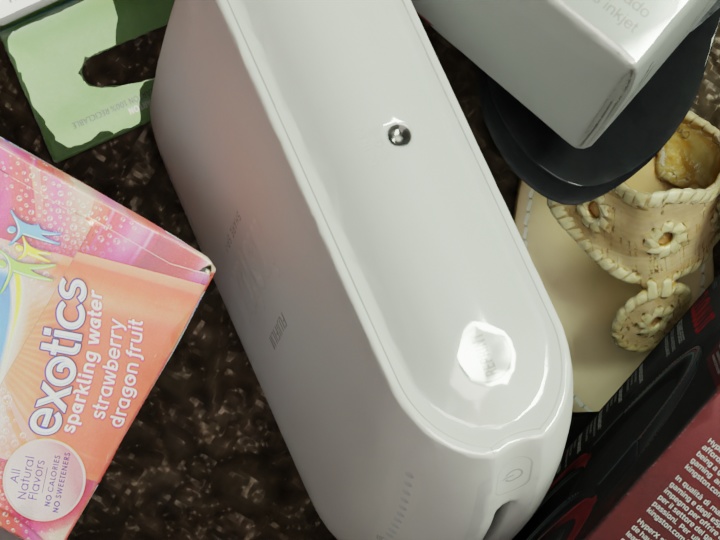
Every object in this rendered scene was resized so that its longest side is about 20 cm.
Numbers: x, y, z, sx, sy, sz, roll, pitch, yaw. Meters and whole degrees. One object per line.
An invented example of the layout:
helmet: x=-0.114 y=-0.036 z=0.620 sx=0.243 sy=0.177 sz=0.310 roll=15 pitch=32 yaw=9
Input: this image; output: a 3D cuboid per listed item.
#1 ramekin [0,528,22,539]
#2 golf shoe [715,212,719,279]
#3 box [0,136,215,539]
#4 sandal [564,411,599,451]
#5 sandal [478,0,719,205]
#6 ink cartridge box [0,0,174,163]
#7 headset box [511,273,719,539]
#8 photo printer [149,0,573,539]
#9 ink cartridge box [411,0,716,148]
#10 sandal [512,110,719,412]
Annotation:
ramekin: x=-0.132 y=0.140 z=0.905 sx=0.200 sy=0.200 sz=0.105 roll=36 pitch=79 yaw=-10
golf shoe: x=0.184 y=0.055 z=0.963 sx=0.078 sy=0.097 sz=0.201 roll=-22 pitch=107 yaw=-48
box: x=-0.119 y=0.012 z=0.890 sx=0.094 sy=0.200 sz=0.103 roll=30 pitch=90 yaw=-10
sandal: x=0.100 y=0.083 z=0.989 sx=0.199 sy=0.045 sz=0.075 roll=-17 pitch=106 yaw=-18
sandal: x=0.106 y=-0.113 z=0.959 sx=0.076 sy=0.043 sz=0.200 roll=32 pitch=71 yaw=4
ink cartridge box: x=-0.101 y=-0.147 z=0.952 sx=0.104 sy=0.059 sz=0.201 roll=-25 pitch=98 yaw=-7
headset box: x=0.100 y=0.087 z=0.877 sx=0.075 sy=0.149 sz=0.200 roll=40 pitch=101 yaw=-3
photo printer: x=0.000 y=0.000 z=0.898 sx=0.069 sy=0.166 sz=0.201 roll=-21 pitch=77 yaw=-16
ink cartridge box: x=0.086 y=-0.165 z=0.903 sx=0.147 sy=0.086 sz=0.200 roll=39 pitch=74 yaw=5
sandal: x=0.098 y=-0.040 z=0.986 sx=0.077 sy=0.070 sz=0.213 roll=0 pitch=94 yaw=-9
